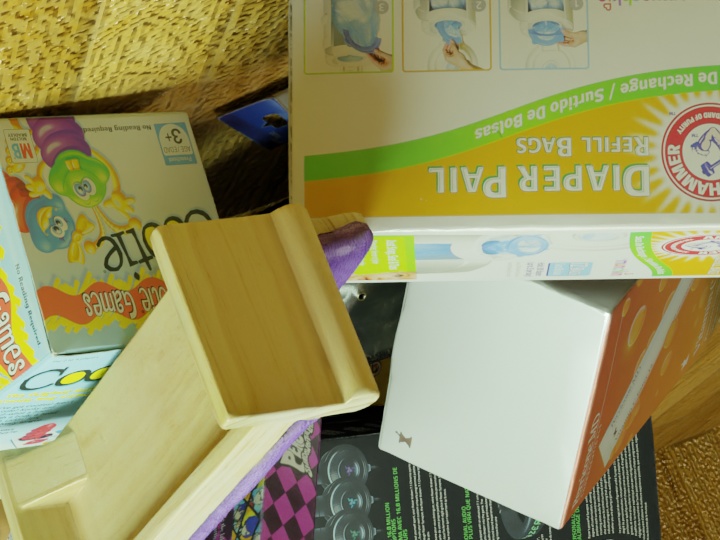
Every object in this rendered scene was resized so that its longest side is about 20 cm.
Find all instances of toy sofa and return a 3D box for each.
[{"bbox_3d":[-0.060,0.061,1.115,0.097,0.083,0.200,-6,153,-33],"label":"toy sofa"}]

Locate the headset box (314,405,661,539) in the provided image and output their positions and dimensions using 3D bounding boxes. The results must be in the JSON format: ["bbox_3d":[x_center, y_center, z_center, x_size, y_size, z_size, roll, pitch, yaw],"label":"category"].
[{"bbox_3d":[0.020,0.116,1.417,0.199,0.093,0.174,-5,-179,-24],"label":"headset box"}]

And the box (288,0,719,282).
[{"bbox_3d":[0.072,-0.055,1.164,0.198,0.102,0.113,-1,169,1],"label":"box"}]

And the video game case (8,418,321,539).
[{"bbox_3d":[-0.089,0.103,1.262,0.036,0.201,0.181,32,134,-33],"label":"video game case"}]

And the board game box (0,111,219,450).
[{"bbox_3d":[-0.151,0.021,1.226,0.104,0.104,0.200,-5,161,-40],"label":"board game box"}]

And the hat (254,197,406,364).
[{"bbox_3d":[0.000,0.000,1.379,0.200,0.081,0.201,-26,-172,4],"label":"hat"}]

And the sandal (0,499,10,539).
[{"bbox_3d":[-0.201,0.122,1.387,0.199,0.082,0.055,-17,160,-4],"label":"sandal"}]

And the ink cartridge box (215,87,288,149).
[{"bbox_3d":[0.041,-0.087,1.286,0.199,0.039,0.099,-24,170,10],"label":"ink cartridge box"}]

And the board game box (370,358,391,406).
[{"bbox_3d":[-0.037,0.041,1.521,0.199,0.041,0.153,-6,-170,-40],"label":"board game box"}]

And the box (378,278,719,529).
[{"bbox_3d":[0.102,0.005,1.336,0.200,0.097,0.125,-44,151,-49],"label":"box"}]
